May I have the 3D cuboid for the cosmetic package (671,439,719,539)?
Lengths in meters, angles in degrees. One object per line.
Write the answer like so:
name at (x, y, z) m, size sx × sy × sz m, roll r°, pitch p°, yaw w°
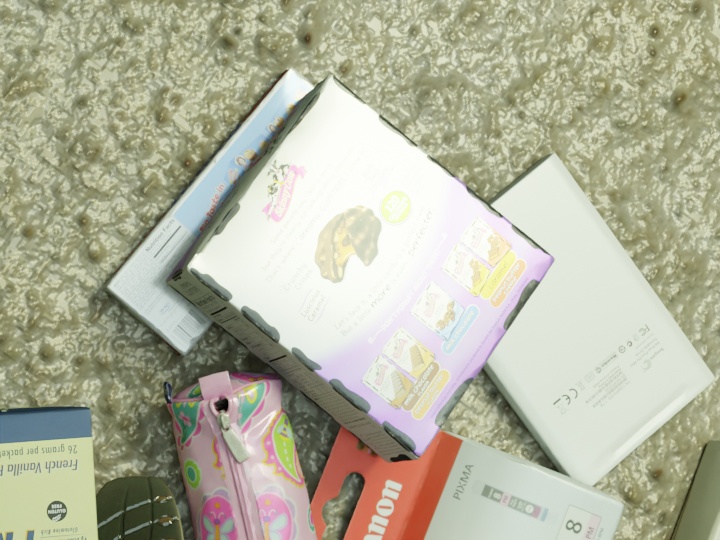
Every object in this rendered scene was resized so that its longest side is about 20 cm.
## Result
cosmetic package at (0.266, 0.231, 1.597) m, size 0.103 × 0.073 × 0.201 m, roll 25°, pitch 80°, yaw -12°

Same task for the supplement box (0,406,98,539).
supplement box at (-0.239, 0.187, 1.395) m, size 0.133 × 0.200 × 0.202 m, roll -3°, pitch 88°, yaw -16°

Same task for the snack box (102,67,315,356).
snack box at (-0.085, -0.041, 1.541) m, size 0.072 × 0.024 × 0.200 m, roll 41°, pitch 78°, yaw -8°

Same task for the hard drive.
hard drive at (0.144, 0.037, 1.599) m, size 0.132 × 0.026 × 0.200 m, roll -38°, pitch 97°, yaw -14°

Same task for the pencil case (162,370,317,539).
pencil case at (-0.073, 0.165, 1.501) m, size 0.087 × 0.087 × 0.202 m, roll -11°, pitch 89°, yaw -15°

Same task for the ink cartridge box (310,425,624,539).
ink cartridge box at (0.061, 0.198, 1.544) m, size 0.199 × 0.057 × 0.164 m, roll 22°, pitch 89°, yaw -16°

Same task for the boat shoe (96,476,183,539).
boat shoe at (-0.152, 0.238, 1.483) m, size 0.075 × 0.074 × 0.201 m, roll 1°, pitch 67°, yaw -1°

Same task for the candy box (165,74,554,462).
candy box at (0.000, 0.000, 1.505) m, size 0.200 × 0.072 × 0.168 m, roll 39°, pitch 73°, yaw -8°
